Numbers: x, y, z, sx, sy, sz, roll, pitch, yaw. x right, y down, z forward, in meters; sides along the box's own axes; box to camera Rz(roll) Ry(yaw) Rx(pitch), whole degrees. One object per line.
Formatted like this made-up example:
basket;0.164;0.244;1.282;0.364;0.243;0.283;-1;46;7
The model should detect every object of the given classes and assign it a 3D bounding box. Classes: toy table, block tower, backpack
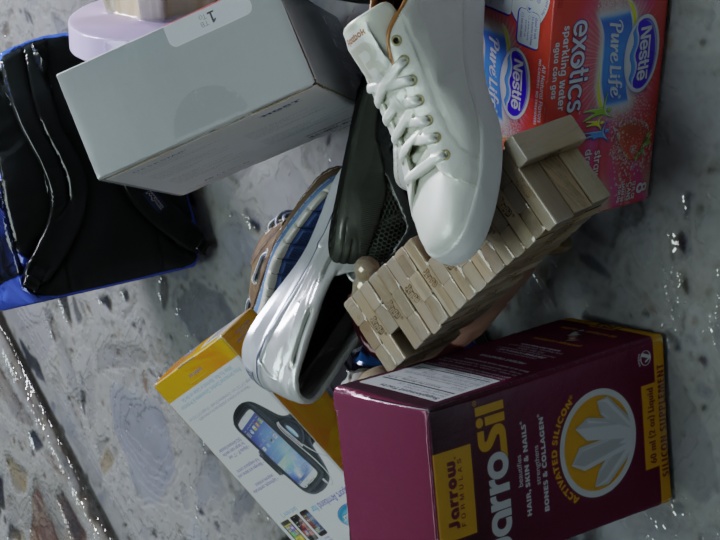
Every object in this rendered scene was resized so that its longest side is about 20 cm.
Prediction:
toy table;-0.142;-0.221;1.825;0.200;0.183;0.117;-115;22;-73
block tower;0.066;-0.010;1.508;0.058;0.054;0.200;56;136;12
backpack;-0.239;-0.080;2.016;0.168;0.162;0.201;-12;92;60

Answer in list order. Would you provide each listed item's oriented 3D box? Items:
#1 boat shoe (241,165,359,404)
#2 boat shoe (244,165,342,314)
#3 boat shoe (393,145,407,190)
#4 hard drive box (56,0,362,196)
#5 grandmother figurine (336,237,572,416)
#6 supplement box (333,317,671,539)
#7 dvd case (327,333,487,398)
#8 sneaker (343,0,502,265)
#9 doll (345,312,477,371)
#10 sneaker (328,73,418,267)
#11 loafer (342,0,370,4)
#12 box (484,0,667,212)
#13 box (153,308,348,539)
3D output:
boat shoe;0.000;0.000;1.710;0.065;0.074;0.200;28;89;46
boat shoe;-0.045;-0.005;1.832;0.200;0.072;0.072;-62;30;34
boat shoe;0.038;-0.140;1.612;0.069;0.071;0.201;2;76;28
hard drive box;-0.090;-0.116;1.699;0.200;0.156;0.077;7;-120;-80
grandmother figurine;0.045;0.033;1.625;0.121;0.061;0.200;34;117;2
supplement box;0.089;0.106;1.552;0.086;0.200;0.111;10;109;49
dvd case;0.033;0.083;1.798;0.200;0.016;0.149;-43;66;53
sneaker;0.027;-0.099;1.452;0.073;0.085;0.200;-36;52;50
doll;0.045;0.064;1.716;0.200;0.048;0.137;31;111;43
sneaker;0.050;-0.090;1.671;0.076;0.114;0.200;122;159;-70
loafer;-0.057;-0.226;1.701;0.200;0.063;0.072;18;125;13
box;0.115;-0.139;1.527;0.100;0.095;0.200;30;125;47
box;-0.048;0.128;1.833;0.200;0.041;0.119;47;145;-6
